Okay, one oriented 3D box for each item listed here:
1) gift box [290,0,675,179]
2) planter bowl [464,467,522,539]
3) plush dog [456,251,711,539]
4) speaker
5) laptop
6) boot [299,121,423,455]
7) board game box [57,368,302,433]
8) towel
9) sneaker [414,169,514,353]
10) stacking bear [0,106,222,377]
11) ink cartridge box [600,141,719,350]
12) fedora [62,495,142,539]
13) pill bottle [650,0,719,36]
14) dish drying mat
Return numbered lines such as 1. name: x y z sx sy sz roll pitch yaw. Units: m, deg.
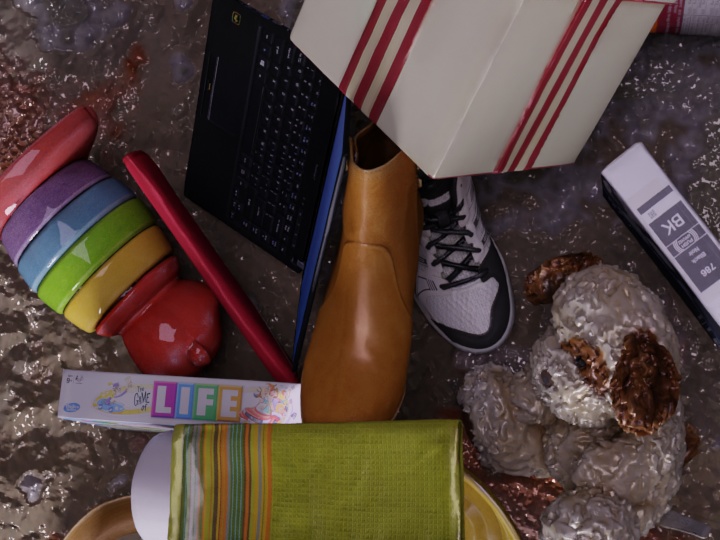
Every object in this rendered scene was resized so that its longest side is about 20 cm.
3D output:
1. gift box: 0.098 -0.176 0.760 0.200 0.183 0.188 42 125 26
2. planter bowl: 0.045 0.197 0.835 0.198 0.083 0.203 9 109 29
3. plush dog: 0.165 0.080 0.790 0.158 0.200 0.174 -13 125 -15
4. speaker: -0.050 0.149 0.774 0.197 0.081 0.083 -1 84 28
5. laptop: -0.073 -0.065 0.833 0.199 0.103 0.179 33 128 24
6. boot: 0.001 0.000 0.758 0.070 0.202 0.145 6 130 9
7. board game box: -0.097 0.101 0.861 0.197 0.134 0.035 3 79 11
8. towel: -0.031 0.133 0.712 0.197 0.018 0.087 -5 83 27
9. sneaker: 0.055 -0.036 0.870 0.075 0.088 0.203 -20 82 7
10. stacking bear: -0.183 -0.001 0.905 0.200 0.121 0.114 46 61 0
11. ink cartridge box: 0.238 0.008 0.822 0.039 0.099 0.201 -38 77 6
12. fedora: -0.160 0.266 0.884 0.197 0.082 0.204 -1 83 11
13. pill bottle: 0.285 -0.217 0.829 0.197 0.110 0.111 5 85 12
14. dish drying mat: -0.108 -0.001 0.878 0.018 0.077 0.201 -34 97 -1
